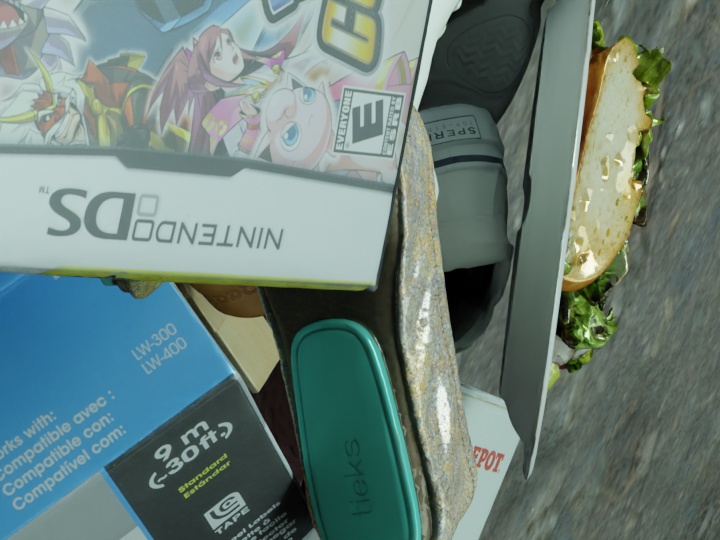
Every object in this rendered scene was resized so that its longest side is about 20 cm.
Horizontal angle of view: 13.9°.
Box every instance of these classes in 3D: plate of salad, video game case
[{"bbox_3d":[0.082,-0.022,1.079,0.200,0.048,0.201,6,90,-88],"label":"plate of salad"},{"bbox_3d":[-0.043,-0.096,0.730,0.180,0.025,0.201,3,100,-49],"label":"video game case"}]

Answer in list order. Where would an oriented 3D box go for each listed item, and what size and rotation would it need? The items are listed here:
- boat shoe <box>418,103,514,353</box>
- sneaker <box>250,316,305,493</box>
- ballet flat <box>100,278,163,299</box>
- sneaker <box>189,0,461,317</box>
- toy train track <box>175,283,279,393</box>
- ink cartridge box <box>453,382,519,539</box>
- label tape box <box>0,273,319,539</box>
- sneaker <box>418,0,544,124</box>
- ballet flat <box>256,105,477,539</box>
[{"bbox_3d":[0.019,0.003,1.135,0.200,0.073,0.067,96,-18,-72],"label":"boat shoe"},{"bbox_3d":[-0.038,0.094,1.092,0.076,0.115,0.201,13,99,-68],"label":"sneaker"},{"bbox_3d":[-0.049,-0.064,0.854,0.200,0.070,0.071,-101,-164,-57],"label":"ballet flat"},{"bbox_3d":[-0.008,-0.062,1.028,0.200,0.073,0.085,-49,123,-32],"label":"sneaker"},{"bbox_3d":[-0.053,-0.033,1.041,0.115,0.032,0.200,57,44,-27],"label":"toy train track"},{"bbox_3d":[-0.022,0.127,1.203,0.201,0.083,0.147,-67,158,-1],"label":"ink cartridge box"},{"bbox_3d":[-0.103,0.068,0.915,0.143,0.066,0.200,-36,154,-7],"label":"label tape box"},{"bbox_3d":[0.051,-0.128,1.142,0.200,0.075,0.114,-65,173,27],"label":"sneaker"},{"bbox_3d":[0.000,0.000,0.954,0.067,0.068,0.201,-28,115,-57],"label":"ballet flat"}]
